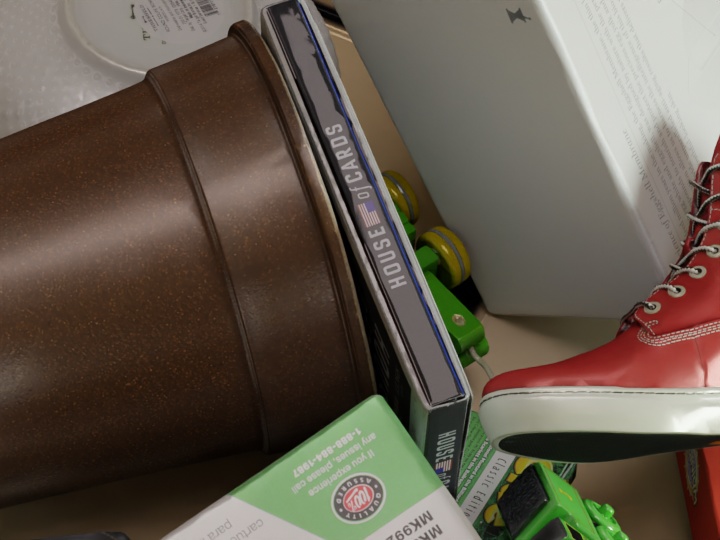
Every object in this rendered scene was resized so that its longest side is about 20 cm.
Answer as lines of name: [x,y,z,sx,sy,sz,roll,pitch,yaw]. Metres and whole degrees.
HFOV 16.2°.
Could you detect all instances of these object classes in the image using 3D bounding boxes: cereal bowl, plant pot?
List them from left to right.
plant pot: [-0.116,0.011,1.129,0.198,0.200,0.200,-17,56,-8]
cereal bowl: [-0.105,-0.106,1.284,0.200,0.083,0.200,3,52,-4]

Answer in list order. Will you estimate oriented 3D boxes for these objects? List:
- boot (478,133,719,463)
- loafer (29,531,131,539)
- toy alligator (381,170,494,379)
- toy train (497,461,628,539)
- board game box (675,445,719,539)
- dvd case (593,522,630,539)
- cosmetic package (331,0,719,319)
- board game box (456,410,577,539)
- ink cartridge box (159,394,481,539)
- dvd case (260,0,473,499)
boot: [0.138,0.009,1.139,0.200,0.072,0.144,-5,79,-21]
loafer: [-0.183,0.151,1.088,0.200,0.073,0.072,2,43,-18]
toy alligator: [0.025,0.017,1.226,0.059,0.054,0.200,-31,68,-25]
toy train: [0.096,0.135,1.053,0.056,0.042,0.200,39,9,-16]
board game box: [0.226,0.078,1.203,0.153,0.040,0.200,0,47,-8]
dvd case: [0.109,0.208,1.112,0.149,0.016,0.200,25,53,12]
cosmetic package: [0.115,-0.114,1.229,0.123,0.199,0.200,0,41,38]
board game box: [0.008,0.139,1.140,0.105,0.023,0.200,22,53,21]
ink cartridge box: [0.004,0.174,1.025,0.146,0.084,0.200,-34,83,-11]
dvd case: [0.000,0.000,1.116,0.025,0.150,0.200,-18,66,-9]
